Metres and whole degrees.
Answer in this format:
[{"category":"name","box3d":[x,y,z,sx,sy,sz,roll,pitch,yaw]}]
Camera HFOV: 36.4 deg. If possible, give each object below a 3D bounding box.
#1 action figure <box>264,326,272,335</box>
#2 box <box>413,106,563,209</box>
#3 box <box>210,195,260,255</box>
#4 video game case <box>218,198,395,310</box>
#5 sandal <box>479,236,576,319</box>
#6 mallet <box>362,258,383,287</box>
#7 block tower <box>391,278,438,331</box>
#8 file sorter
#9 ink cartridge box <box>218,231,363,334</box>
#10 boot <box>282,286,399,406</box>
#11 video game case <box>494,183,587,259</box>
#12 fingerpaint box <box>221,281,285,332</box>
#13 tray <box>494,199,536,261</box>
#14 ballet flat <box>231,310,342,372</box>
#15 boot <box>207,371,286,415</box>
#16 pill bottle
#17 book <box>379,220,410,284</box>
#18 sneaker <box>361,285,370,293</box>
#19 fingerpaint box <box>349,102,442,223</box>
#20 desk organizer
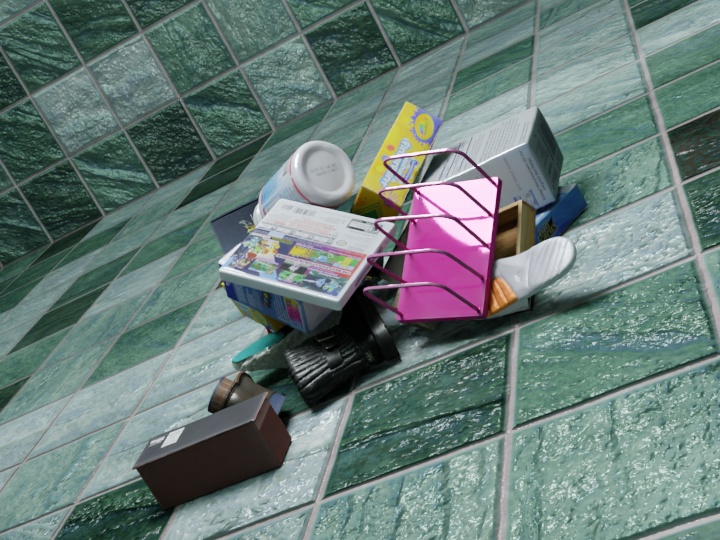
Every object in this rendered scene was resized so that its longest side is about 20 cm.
[{"category":"action figure","box3d":[-0.127,0.092,1.844,0.065,0.052,0.200,-26,20,1]},{"category":"box","box3d":[0.204,-0.146,1.716,0.199,0.105,0.184,-23,17,24]},{"category":"box","box3d":[-0.161,-0.034,1.983,0.157,0.201,0.051,-22,7,20]},{"category":"video game case","box3d":[-0.075,-0.027,1.577,0.198,0.023,0.183,14,44,24]},{"category":"sandal","box3d":[0.220,0.020,1.455,0.206,0.059,0.080,-26,51,46]},{"category":"mallet","box3d":[0.000,0.000,1.802,0.065,0.042,0.200,10,10,4]},{"category":"block tower","box3d":[0.112,-0.018,1.575,0.058,0.054,0.202,11,77,55]},{"category":"file sorter","box3d":[0.093,-0.047,1.476,0.138,0.125,0.202,-5,67,35]},{"category":"ink cartridge box","box3d":[-0.115,-0.002,1.629,0.199,0.077,0.136,24,49,32]},{"category":"boot","box3d":[-0.039,0.106,1.604,0.157,0.080,0.211,-30,18,0]},{"category":"video game case","box3d":[0.223,-0.055,1.688,0.200,0.046,0.181,-42,20,-33]},{"category":"fingerpaint box","box3d":[-0.123,0.010,1.794,0.166,0.074,0.200,-37,17,-13]},{"category":"tray","box3d":[0.167,-0.021,1.583,0.199,0.037,0.099,-23,50,43]},{"category":"ballet flat","box3d":[-0.104,0.113,1.714,0.199,0.072,0.072,-34,18,-6]},{"category":"boot","box3d":[-0.152,0.198,1.581,0.200,0.096,0.075,21,-88,-83]},{"category":"pill bottle","box3d":[-0.096,-0.117,1.742,0.109,0.109,0.200,-42,3,-35]},{"category":"book","box3d":[0.099,-0.074,1.821,0.200,0.048,0.134,-59,-7,-61]},{"category":"sneaker","box3d":[-0.040,0.036,1.835,0.073,0.072,0.200,-59,20,2]},{"category":"fingerpaint box","box3d":[0.045,-0.141,1.759,0.201,0.073,0.167,-63,0,-35]},{"category":"desk organizer","box3d":[-0.198,0.245,1.476,0.199,0.077,0.072,-23,18,20]}]
